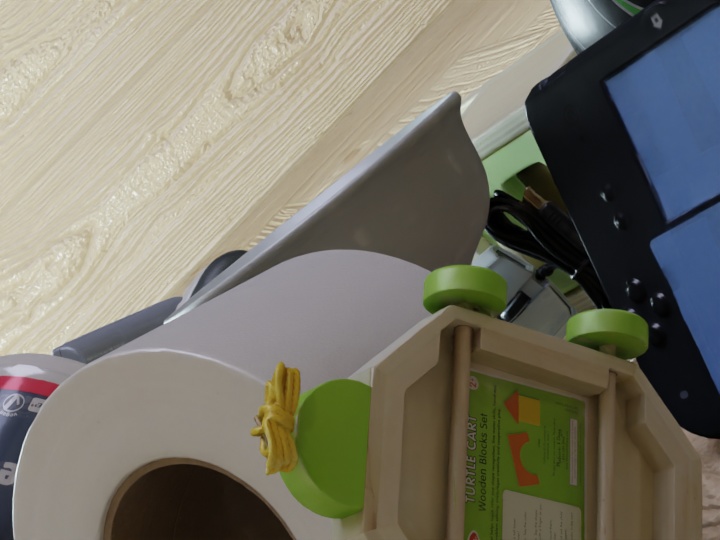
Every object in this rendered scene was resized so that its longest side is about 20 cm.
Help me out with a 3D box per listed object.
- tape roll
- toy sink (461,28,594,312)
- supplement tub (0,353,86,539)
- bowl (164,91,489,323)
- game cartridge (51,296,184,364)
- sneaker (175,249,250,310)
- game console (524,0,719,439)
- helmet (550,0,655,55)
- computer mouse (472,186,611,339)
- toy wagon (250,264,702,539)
[{"bbox_3d":[-0.027,0.106,0.897,0.203,0.203,0.139,-38,-5,36],"label":"tape roll"},{"bbox_3d":[0.117,-0.052,1.275,0.112,0.130,0.200,-51,12,-33],"label":"toy sink"},{"bbox_3d":[-0.174,0.155,1.058,0.140,0.140,0.200,-34,26,49],"label":"supplement tub"},{"bbox_3d":[0.000,0.000,1.133,0.201,0.090,0.201,-39,4,3],"label":"bowl"},{"bbox_3d":[-0.105,0.121,1.249,0.040,0.201,0.133,-13,7,30],"label":"game cartridge"},{"bbox_3d":[-0.062,0.079,1.203,0.085,0.074,0.201,-28,53,52],"label":"sneaker"},{"bbox_3d":[0.160,-0.032,0.873,0.031,0.177,0.200,-25,-5,-37],"label":"game console"},{"bbox_3d":[0.184,-0.153,0.979,0.200,0.191,0.200,-30,-8,-5],"label":"helmet"},{"bbox_3d":[0.087,0.024,1.224,0.044,0.110,0.200,-54,2,-28],"label":"computer mouse"},{"bbox_3d":[0.043,0.077,0.787,0.040,0.199,0.156,-31,48,52],"label":"toy wagon"}]
